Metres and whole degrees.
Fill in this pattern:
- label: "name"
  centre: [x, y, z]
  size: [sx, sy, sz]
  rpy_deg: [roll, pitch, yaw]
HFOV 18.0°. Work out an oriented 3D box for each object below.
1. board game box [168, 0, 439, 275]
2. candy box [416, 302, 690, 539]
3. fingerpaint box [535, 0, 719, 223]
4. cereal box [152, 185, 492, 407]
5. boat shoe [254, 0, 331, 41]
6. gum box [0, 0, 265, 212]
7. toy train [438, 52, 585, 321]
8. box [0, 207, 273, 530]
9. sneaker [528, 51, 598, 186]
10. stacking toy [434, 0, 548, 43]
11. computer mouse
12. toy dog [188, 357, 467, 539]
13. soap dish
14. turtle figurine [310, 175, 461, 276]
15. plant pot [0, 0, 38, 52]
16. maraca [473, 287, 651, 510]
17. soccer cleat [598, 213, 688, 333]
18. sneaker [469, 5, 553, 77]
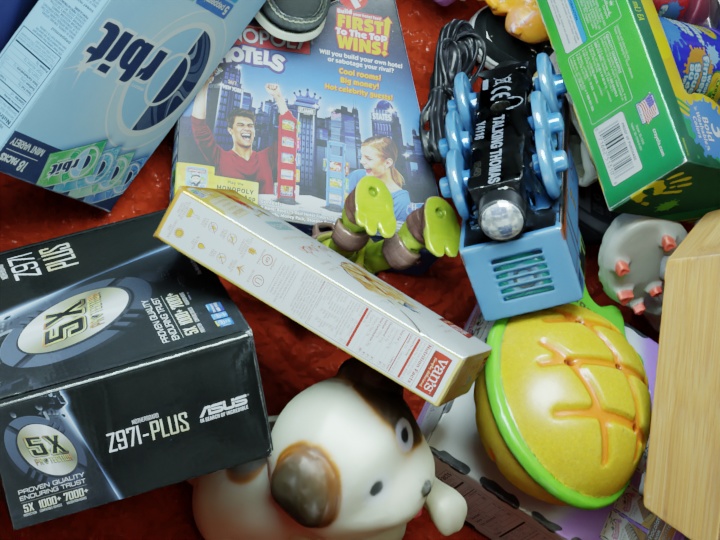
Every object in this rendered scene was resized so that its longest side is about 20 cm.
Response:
- label: "board game box"
  centre: [-0.037, -0.113, 1.598]
  size: [0.198, 0.062, 0.202]
  rpy_deg: [9, 67, -17]
- label: "candy box"
  centre: [0.146, 0.116, 1.573]
  size: [0.199, 0.072, 0.168]
  rpy_deg: [33, 62, -7]
- label: "fingerpaint box"
  centre: [0.210, -0.137, 1.532]
  size: [0.166, 0.073, 0.201]
  rpy_deg: [7, 60, -47]
- label: "cereal box"
  centre: [-0.018, 0.014, 1.381]
  size: [0.199, 0.144, 0.040]
  rpy_deg: [30, 95, 8]
- label: "boat shoe"
  centre: [-0.052, -0.256, 1.568]
  size: [0.071, 0.068, 0.202]
  rpy_deg: [1, 71, -13]
- label: "gum box"
  centre: [-0.153, -0.141, 1.457]
  size: [0.044, 0.170, 0.200]
  rpy_deg: [40, 97, 21]
- label: "toy train"
  centre: [0.102, -0.060, 1.493]
  size: [0.086, 0.115, 0.201]
  rpy_deg: [-12, 30, 12]
- label: "box"
  centre: [-0.161, 0.053, 1.392]
  size: [0.162, 0.200, 0.087]
  rpy_deg: [-15, 118, -12]
- label: "sneaker"
  centre: [0.194, -0.082, 1.625]
  size: [0.200, 0.074, 0.116]
  rpy_deg: [50, 60, -14]
- label: "stacking toy"
  centre: [0.066, -0.238, 1.650]
  size: [0.200, 0.110, 0.116]
  rpy_deg: [45, 38, 1]
- label: "computer mouse"
  centre: [0.118, -0.081, 1.638]
  size: [0.199, 0.053, 0.139]
  rpy_deg: [31, 46, -21]
- label: "toy dog"
  centre: [-0.021, 0.129, 1.431]
  size: [0.194, 0.200, 0.140]
  rpy_deg: [46, 61, 1]
- label: "soap dish"
  centre: [0.238, 0.061, 1.469]
  size: [0.081, 0.202, 0.157]
  rpy_deg: [9, 18, 18]
- label: "turtle figurine"
  centre: [0.000, 0.000, 1.520]
  size: [0.199, 0.161, 0.065]
  rpy_deg: [30, 51, -19]
- label: "plant pot"
  centre: [-0.281, -0.218, 1.463]
  size: [0.179, 0.200, 0.201]
  rpy_deg: [-7, 62, -29]
- label: "maraca"
  centre: [0.136, 0.072, 1.489]
  size: [0.137, 0.107, 0.201]
  rpy_deg: [46, 36, -18]
- label: "soccer cleat"
  centre: [0.202, -0.007, 1.594]
  size: [0.069, 0.200, 0.078]
  rpy_deg: [-28, 62, 10]
- label: "sneaker"
  centre: [0.186, -0.185, 1.682]
  size: [0.198, 0.112, 0.074]
  rpy_deg: [6, 67, -18]
